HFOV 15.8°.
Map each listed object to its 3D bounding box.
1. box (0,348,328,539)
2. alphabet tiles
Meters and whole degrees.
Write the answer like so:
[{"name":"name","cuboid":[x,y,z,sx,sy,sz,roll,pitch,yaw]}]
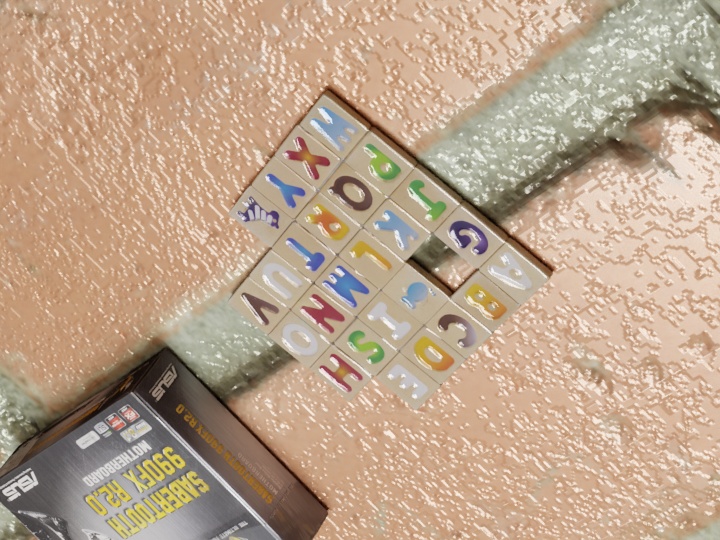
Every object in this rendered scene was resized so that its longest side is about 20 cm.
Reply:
[{"name":"box","cuboid":[-0.140,0.155,1.745,0.158,0.048,0.200,47,138,-11]},{"name":"alphabet tiles","cuboid":[0.000,0.000,1.542,0.167,0.008,0.200,39,138,-3]}]
